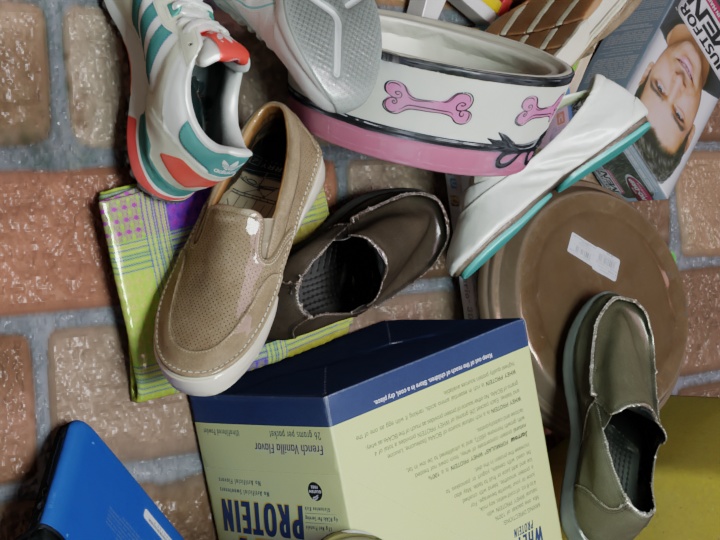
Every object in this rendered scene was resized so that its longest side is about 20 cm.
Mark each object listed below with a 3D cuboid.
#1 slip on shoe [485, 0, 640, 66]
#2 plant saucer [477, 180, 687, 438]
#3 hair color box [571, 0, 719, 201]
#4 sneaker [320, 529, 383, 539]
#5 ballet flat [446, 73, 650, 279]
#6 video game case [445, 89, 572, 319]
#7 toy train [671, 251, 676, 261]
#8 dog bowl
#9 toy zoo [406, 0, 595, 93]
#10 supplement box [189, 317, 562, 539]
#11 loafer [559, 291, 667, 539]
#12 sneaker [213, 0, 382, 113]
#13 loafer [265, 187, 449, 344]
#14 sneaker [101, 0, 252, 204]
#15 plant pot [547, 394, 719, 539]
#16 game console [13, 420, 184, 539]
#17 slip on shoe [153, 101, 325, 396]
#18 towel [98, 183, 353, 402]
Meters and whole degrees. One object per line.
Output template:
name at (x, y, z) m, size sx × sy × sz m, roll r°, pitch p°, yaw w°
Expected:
slip on shoe at (0.150, -0.178, 1.429) m, size 0.200 × 0.076 × 0.061 m, roll -53°, pitch 140°, yaw -27°
plant saucer at (0.173, 0.027, 1.432) m, size 0.199 × 0.029 × 0.201 m, roll 9°, pitch 73°, yaw -32°
hair color box at (0.246, -0.162, 1.581) m, size 0.099 × 0.060 × 0.201 m, roll 51°, pitch 56°, yaw -31°
sneaker at (0.046, 0.209, 1.154) m, size 0.200 × 0.088 × 0.077 m, roll 29°, pitch 70°, yaw -39°
ballet flat at (0.120, -0.072, 1.369) m, size 0.200 × 0.069 × 0.070 m, roll -38°, pitch 116°, yaw -20°
video game case at (0.123, -0.028, 1.461) m, size 0.143 × 0.018 × 0.201 m, roll -26°, pitch 114°, yaw -42°
toy train at (0.186, 0.044, 1.503) m, size 0.200 × 0.042 × 0.057 m, roll -38°, pitch 134°, yaw -37°
dog bowl at (0.039, -0.121, 1.287) m, size 0.199 × 0.200 × 0.074 m, roll -5°, pitch 113°, yaw -45°
toy zoo at (0.102, -0.190, 1.450) m, size 0.200 × 0.020 × 0.132 m, roll 34°, pitch 75°, yaw -39°
supplement box at (0.017, 0.153, 1.283) m, size 0.199 × 0.134 × 0.201 m, roll -19°, pitch 101°, yaw -43°
loafer at (0.187, 0.102, 1.344) m, size 0.075 × 0.070 × 0.201 m, roll 22°, pitch 58°, yaw -29°
sneaker at (-0.050, -0.177, 1.199) m, size 0.070 × 0.080 × 0.201 m, roll -13°, pitch 67°, yaw -36°
loafer at (0.000, 0.000, 1.286) m, size 0.200 × 0.071 × 0.073 m, roll -32°, pitch 110°, yaw -41°
sneaker at (-0.106, -0.147, 1.193) m, size 0.070 × 0.093 × 0.201 m, roll -1°, pitch 81°, yaw -45°
plant pot at (0.272, 0.209, 1.467) m, size 0.194 × 0.199 × 0.197 m, roll -28°, pitch 108°, yaw -55°
game console at (-0.175, 0.226, 1.170) m, size 0.200 × 0.118 × 0.171 m, roll 56°, pitch 22°, yaw -28°
slip on shoe at (-0.077, -0.017, 1.198) m, size 0.061 × 0.076 × 0.201 m, roll 75°, pitch 35°, yaw -53°
towel at (-0.085, -0.004, 1.268) m, size 0.199 × 0.023 × 0.145 m, roll -20°, pitch 103°, yaw -43°
